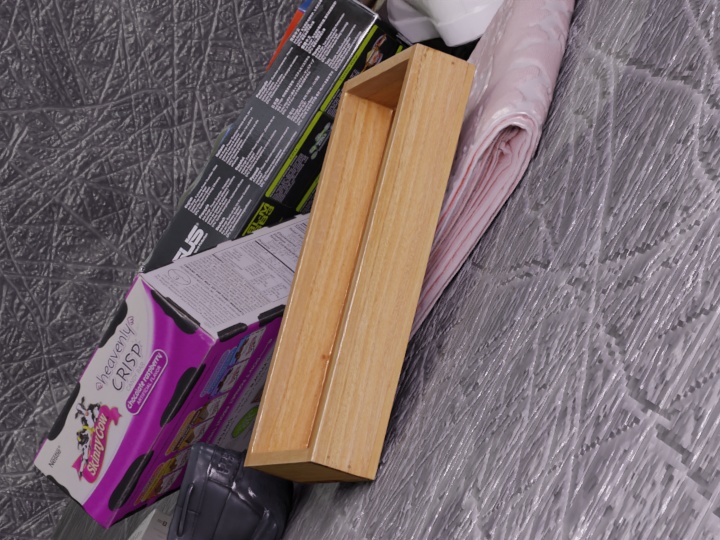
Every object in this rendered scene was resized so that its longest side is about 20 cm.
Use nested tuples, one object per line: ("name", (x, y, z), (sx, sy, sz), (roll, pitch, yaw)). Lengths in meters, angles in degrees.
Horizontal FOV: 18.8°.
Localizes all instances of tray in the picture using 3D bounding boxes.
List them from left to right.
("tray", (0.000, 0.000, 1.038), (0.099, 0.037, 0.201), (163, 124, -68))

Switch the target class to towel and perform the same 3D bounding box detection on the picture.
("towel", (0.051, -0.060, 1.116), (0.191, 0.032, 0.201), (-57, 10, 35))

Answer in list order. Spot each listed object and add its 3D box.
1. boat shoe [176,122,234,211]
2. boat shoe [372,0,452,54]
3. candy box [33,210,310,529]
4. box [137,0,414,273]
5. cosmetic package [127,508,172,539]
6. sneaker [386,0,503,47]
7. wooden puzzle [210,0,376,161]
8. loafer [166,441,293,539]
("boat shoe", (-0.185, -0.123, 2.973), (0.071, 0.070, 0.201), (-37, -18, -56))
("boat shoe", (0.041, -0.194, 1.538), (0.201, 0.075, 0.072), (-65, 5, -33))
("candy box", (-0.079, 0.049, 1.211), (0.137, 0.061, 0.200), (-58, -18, 25))
("box", (-0.032, -0.060, 1.309), (0.201, 0.047, 0.193), (-57, -19, 4))
("cosmetic package", (-0.157, 0.229, 1.441), (0.083, 0.050, 0.200), (-67, 8, -29))
("sneaker", (0.049, -0.189, 1.340), (0.072, 0.085, 0.200), (-29, 11, -6))
("wooden puzzle", (-0.045, -0.116, 1.410), (0.201, 0.046, 0.185), (-64, 0, 18))
("loafer", (-0.107, 0.176, 1.195), (0.201, 0.070, 0.068), (-59, 7, 25))
